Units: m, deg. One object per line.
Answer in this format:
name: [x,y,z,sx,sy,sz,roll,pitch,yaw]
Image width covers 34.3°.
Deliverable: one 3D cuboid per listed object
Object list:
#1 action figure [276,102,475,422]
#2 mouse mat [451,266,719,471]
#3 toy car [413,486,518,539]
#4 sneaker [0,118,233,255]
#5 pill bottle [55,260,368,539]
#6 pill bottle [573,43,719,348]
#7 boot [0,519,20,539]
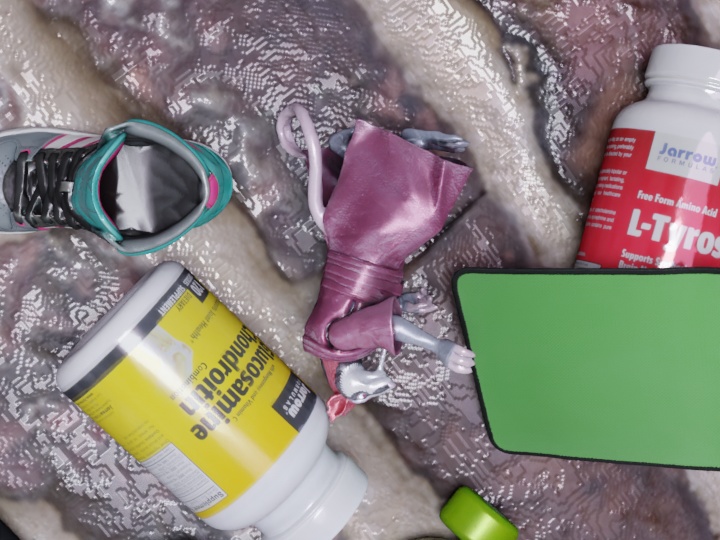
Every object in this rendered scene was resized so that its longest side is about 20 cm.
action figure: [0.000,0.000,0.761,0.149,0.134,0.200,17,85,-14]
mouse mat: [0.166,0.067,0.781,0.200,0.008,0.161,0,121,27]
toy car: [0.086,0.264,0.768,0.158,0.200,0.164,40,87,-11]
sneaker: [-0.178,-0.052,0.735,0.200,0.121,0.084,-3,95,-9]
pill bottle: [-0.092,0.097,0.767,0.200,0.112,0.112,45,87,-11]
pill bottle: [0.219,-0.048,0.810,0.112,0.112,0.200,14,92,-11]
boot: [-0.214,0.203,0.772,0.200,0.076,0.168,-37,104,1]
